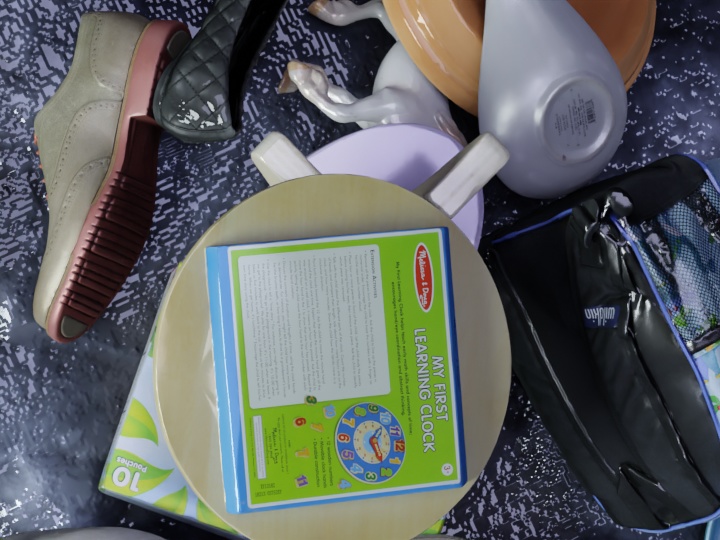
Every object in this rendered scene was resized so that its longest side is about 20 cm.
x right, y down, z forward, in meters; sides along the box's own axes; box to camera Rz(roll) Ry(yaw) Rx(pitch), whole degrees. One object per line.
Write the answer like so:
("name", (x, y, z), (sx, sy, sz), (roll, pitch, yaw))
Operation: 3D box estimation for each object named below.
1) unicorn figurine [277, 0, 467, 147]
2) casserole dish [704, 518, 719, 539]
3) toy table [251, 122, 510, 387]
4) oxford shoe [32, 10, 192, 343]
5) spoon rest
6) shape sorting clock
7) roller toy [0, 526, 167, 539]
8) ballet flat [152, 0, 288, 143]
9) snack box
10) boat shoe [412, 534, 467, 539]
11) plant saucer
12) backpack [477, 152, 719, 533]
("unicorn figurine", (0.022, -0.107, 1.419), (0.137, 0.074, 0.201), (23, 80, -6))
("casserole dish", (0.281, 0.131, 1.456), (0.121, 0.039, 0.201), (25, 80, -7))
("toy table", (0.000, 0.000, 1.319), (0.183, 0.117, 0.201), (34, 82, -9))
("oxford shoe", (-0.161, -0.057, 1.395), (0.074, 0.070, 0.201), (16, 80, 18))
("spoon rest", (0.106, -0.138, 1.365), (0.099, 0.061, 0.201), (-19, 116, -22))
("shape sorting clock", (-0.013, 0.050, 1.234), (0.199, 0.039, 0.202), (0, 90, -17))
("roller toy", (-0.161, 0.237, 1.301), (0.181, 0.139, 0.202), (-8, 87, -32))
("ballet flat", (-0.057, -0.154, 1.402), (0.056, 0.067, 0.201), (16, 64, 22))
("snack box", (-0.039, 0.096, 1.394), (0.199, 0.053, 0.143), (20, 82, -8))
("boat shoe", (0.084, 0.198, 1.364), (0.199, 0.069, 0.074), (13, 87, -31))
("plant saucer", (0.102, -0.184, 1.429), (0.199, 0.037, 0.202), (9, 72, -27))
("backpack", (0.183, 0.039, 1.376), (0.146, 0.183, 0.201), (-26, 92, -26))
